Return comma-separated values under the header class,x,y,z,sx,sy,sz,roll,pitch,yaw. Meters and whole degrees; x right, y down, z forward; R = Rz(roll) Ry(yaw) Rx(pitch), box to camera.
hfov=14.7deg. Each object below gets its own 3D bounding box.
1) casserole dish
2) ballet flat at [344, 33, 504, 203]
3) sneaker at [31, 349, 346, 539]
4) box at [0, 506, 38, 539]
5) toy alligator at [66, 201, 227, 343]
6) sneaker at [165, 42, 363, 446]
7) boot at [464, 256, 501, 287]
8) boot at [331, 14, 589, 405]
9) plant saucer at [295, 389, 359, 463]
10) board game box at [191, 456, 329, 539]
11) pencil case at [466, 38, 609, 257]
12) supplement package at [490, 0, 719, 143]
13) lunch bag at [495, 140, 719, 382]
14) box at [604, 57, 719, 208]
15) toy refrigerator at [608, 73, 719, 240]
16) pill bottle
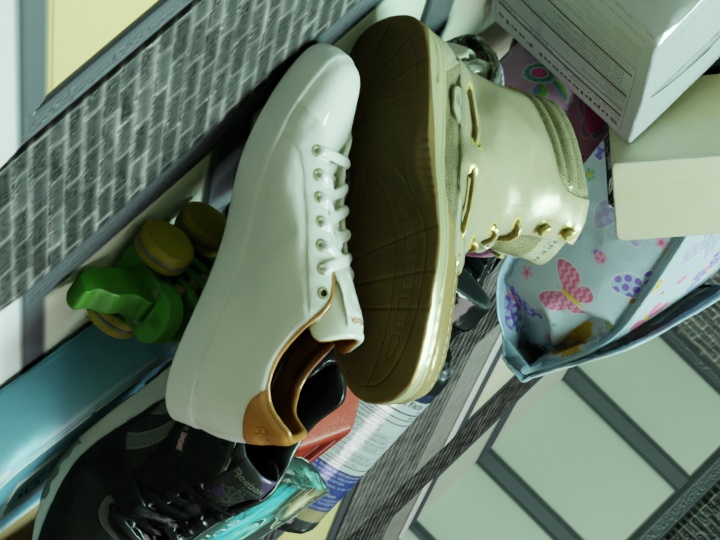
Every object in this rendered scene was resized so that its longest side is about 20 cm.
class,x,y,z,sx,sy,sz,roll,pitch,yaw
casserole dish,-0.166,0.085,1.469,0.200,0.039,0.121,-37,167,-39
ballet flat,0.014,-0.081,1.502,0.200,0.072,0.072,-35,166,-48
sneaker,-0.088,0.100,1.424,0.200,0.076,0.088,-49,-147,0
box,-0.147,0.119,1.646,0.163,0.021,0.200,-32,169,-5
toy alligator,-0.081,0.002,1.425,0.059,0.054,0.200,-50,170,27
sneaker,-0.023,-0.008,1.369,0.073,0.085,0.200,15,93,-67
boot,0.098,-0.044,1.957,0.198,0.073,0.162,-55,167,25
boot,0.054,-0.016,1.443,0.073,0.200,0.155,-12,158,35
plant saucer,-0.106,0.137,1.680,0.200,0.037,0.199,-39,167,33
board game box,-0.118,0.170,1.623,0.200,0.028,0.135,-34,168,6
pencil case,0.102,-0.093,1.657,0.200,0.087,0.087,-51,176,-41
supplement package,0.152,-0.170,1.516,0.117,0.117,0.200,-45,171,-7
lunch bag,0.191,-0.019,1.925,0.170,0.127,0.200,-26,153,-54
box,0.222,-0.150,1.738,0.200,0.086,0.164,118,-25,-58
toy refrigerator,0.246,-0.073,1.630,0.076,0.200,0.070,78,10,-53
pill bottle,-0.011,0.067,1.832,0.200,0.112,0.112,-48,170,11
